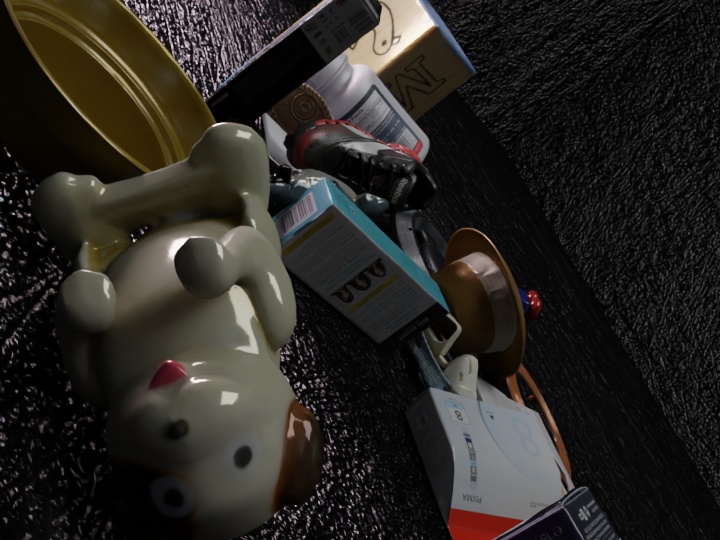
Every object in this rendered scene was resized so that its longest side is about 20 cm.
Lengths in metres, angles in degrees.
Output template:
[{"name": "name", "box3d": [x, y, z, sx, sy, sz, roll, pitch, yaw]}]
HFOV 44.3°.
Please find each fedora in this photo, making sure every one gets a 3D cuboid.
[{"name": "fedora", "box3d": [0.121, 0.047, 1.062, 0.200, 0.081, 0.203, 165, -90, -73]}]

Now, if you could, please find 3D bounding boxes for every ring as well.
[{"name": "ring", "box3d": [0.242, 0.205, 1.245, 0.201, 0.019, 0.201, 55, 17, -25]}]

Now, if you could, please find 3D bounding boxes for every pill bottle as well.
[{"name": "pill bottle", "box3d": [-0.006, -0.215, 1.235, 0.200, 0.119, 0.120, 47, 18, -23]}]

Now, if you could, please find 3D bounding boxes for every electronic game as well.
[{"name": "electronic game", "box3d": [0.099, 0.000, 1.237, 0.200, 0.041, 0.201, 50, 23, -31]}]

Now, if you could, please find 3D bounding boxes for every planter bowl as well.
[{"name": "planter bowl", "box3d": [-0.184, -0.108, 0.591, 0.201, 0.083, 0.201, 49, 17, -21]}]

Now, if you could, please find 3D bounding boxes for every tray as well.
[{"name": "tray", "box3d": [-0.053, -0.092, 1.034, 0.200, 0.022, 0.108, 43, 20, -34]}]

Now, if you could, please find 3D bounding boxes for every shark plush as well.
[{"name": "shark plush", "box3d": [-0.043, -0.057, 0.901, 0.090, 0.084, 0.200, 15, -6, 27]}]

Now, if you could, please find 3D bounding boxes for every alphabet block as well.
[{"name": "alphabet block", "box3d": [0.077, -0.434, 1.759, 0.196, 0.199, 0.196, 31, 27, -54]}]

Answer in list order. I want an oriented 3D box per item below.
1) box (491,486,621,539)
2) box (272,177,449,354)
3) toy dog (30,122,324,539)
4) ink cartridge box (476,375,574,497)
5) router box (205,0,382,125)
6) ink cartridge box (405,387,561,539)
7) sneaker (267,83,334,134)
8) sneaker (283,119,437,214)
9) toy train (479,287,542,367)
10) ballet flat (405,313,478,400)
[{"name": "box", "box3d": [0.146, 0.281, 0.627, 0.201, 0.148, 0.104, 59, 17, 19]}, {"name": "box", "box3d": [0.000, 0.000, 0.893, 0.200, 0.082, 0.049, 42, 19, -37]}, {"name": "toy dog", "box3d": [-0.097, 0.051, 0.484, 0.201, 0.138, 0.195, -111, -166, -45]}, {"name": "ink cartridge box", "box3d": [0.191, 0.233, 1.029, 0.176, 0.045, 0.201, 35, 26, -46]}, {"name": "router box", "box3d": [-0.069, -0.235, 0.959, 0.051, 0.199, 0.149, 51, 16, -16]}, {"name": "ink cartridge box", "box3d": [0.140, 0.216, 0.851, 0.159, 0.047, 0.201, 20, 33, -36]}, {"name": "sneaker", "box3d": [-0.040, -0.164, 1.134, 0.200, 0.070, 0.109, 44, 6, -3]}, {"name": "sneaker", "box3d": [0.009, -0.113, 0.996, 0.199, 0.071, 0.098, 14, 22, -37]}, {"name": "toy train", "box3d": [0.193, 0.068, 1.261, 0.084, 0.117, 0.200, 24, 9, 4]}, {"name": "ballet flat", "box3d": [0.091, 0.095, 0.985, 0.201, 0.074, 0.074, 61, 18, 22]}]
